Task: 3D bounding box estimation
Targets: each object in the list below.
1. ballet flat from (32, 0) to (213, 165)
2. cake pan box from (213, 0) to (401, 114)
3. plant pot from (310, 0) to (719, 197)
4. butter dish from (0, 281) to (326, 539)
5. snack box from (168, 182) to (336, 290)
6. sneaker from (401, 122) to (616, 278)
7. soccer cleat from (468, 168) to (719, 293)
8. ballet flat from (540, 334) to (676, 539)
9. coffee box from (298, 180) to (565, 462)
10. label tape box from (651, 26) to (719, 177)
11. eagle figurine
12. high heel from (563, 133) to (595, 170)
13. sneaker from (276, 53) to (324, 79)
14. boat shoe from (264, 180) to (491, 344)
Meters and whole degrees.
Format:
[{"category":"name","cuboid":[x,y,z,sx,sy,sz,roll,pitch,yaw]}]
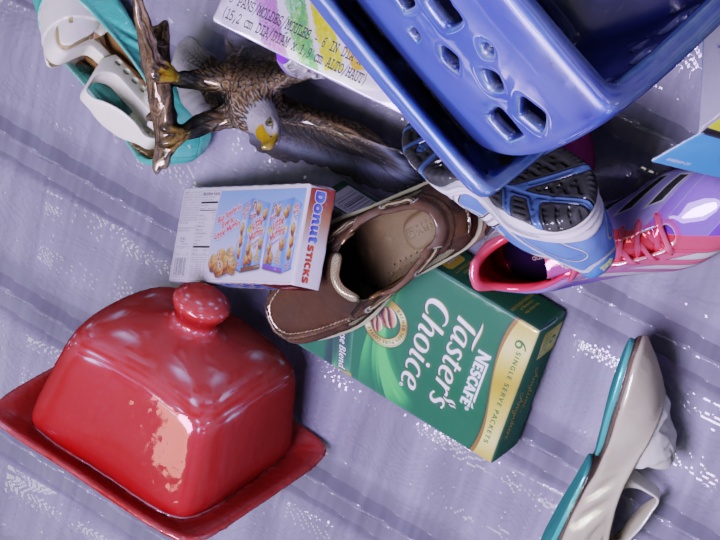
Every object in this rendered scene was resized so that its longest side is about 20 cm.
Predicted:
[{"category":"ballet flat","cuboid":[-0.191,-0.156,1.836,0.200,0.070,0.067,48,129,8]},{"category":"cake pan box","cuboid":[0.026,-0.201,1.574,0.199,0.052,0.185,28,96,7]},{"category":"plant pot","cuboid":[0.096,-0.175,1.428,0.200,0.200,0.180,49,146,2]},{"category":"butter dish","cuboid":[-0.133,0.076,1.814,0.199,0.199,0.148,31,122,20]},{"category":"snack box","cuboid":[-0.081,-0.024,1.776,0.200,0.024,0.072,2,80,61]},{"category":"sneaker","cuboid":[0.095,-0.055,1.625,0.200,0.076,0.077,44,172,49]},{"category":"soccer cleat","cuboid":[0.164,-0.019,1.648,0.199,0.076,0.067,-11,103,37]},{"category":"ballet flat","cuboid":[0.183,0.132,1.716,0.069,0.069,0.201,33,126,19]},{"category":"coffee box","cuboid":[0.040,0.036,1.777,0.199,0.044,0.123,32,123,19]},{"category":"label tape box","cuboid":[0.280,-0.126,1.475,0.200,0.143,0.066,-35,59,39]},{"category":"eagle figurine","cuboid":[-0.052,-0.123,1.735,0.152,0.199,0.152,92,169,-64]},{"category":"high heel","cuboid":[0.136,-0.159,1.625,0.096,0.067,0.201,-23,111,12]},{"category":"sneaker","cuboid":[-0.001,-0.223,1.653,0.099,0.070,0.200,42,97,24]},{"category":"boat shoe","cuboid":[-0.003,-0.005,1.715,0.202,0.075,0.075,-36,86,35]}]
